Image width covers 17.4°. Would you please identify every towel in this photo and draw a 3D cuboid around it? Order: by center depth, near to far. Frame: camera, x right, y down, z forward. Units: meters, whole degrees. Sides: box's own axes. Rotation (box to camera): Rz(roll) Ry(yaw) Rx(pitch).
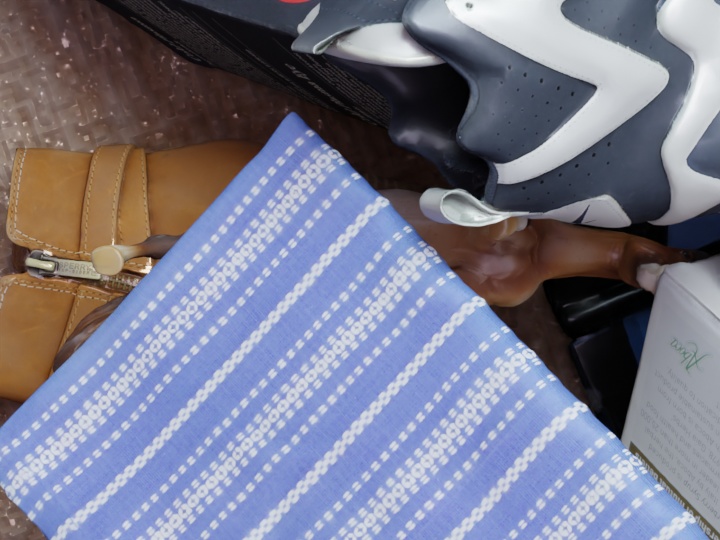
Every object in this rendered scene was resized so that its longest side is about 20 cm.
[{"bbox_3d":[-0.007,0.070,0.653,0.145,0.024,0.200,-47,65,7],"label":"towel"}]

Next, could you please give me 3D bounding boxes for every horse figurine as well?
[{"bbox_3d":[0.000,0.000,0.754,0.200,0.133,0.050,-8,91,23],"label":"horse figurine"}]

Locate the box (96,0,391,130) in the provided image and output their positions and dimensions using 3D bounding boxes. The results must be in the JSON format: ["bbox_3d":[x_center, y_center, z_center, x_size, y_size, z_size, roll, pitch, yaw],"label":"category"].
[{"bbox_3d":[0.018,-0.154,0.785,0.182,0.104,0.200,21,83,38],"label":"box"}]

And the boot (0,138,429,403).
[{"bbox_3d":[-0.060,0.052,0.831,0.155,0.074,0.200,6,75,-5],"label":"boot"}]

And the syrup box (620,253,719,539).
[{"bbox_3d":[0.131,0.092,0.777,0.079,0.081,0.200,-14,132,-29],"label":"syrup box"}]

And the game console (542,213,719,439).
[{"bbox_3d":[0.176,0.001,0.831,0.200,0.171,0.118,-22,62,-6],"label":"game console"}]

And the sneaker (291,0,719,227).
[{"bbox_3d":[0.037,-0.103,0.645,0.130,0.079,0.199,-14,103,-21],"label":"sneaker"}]
